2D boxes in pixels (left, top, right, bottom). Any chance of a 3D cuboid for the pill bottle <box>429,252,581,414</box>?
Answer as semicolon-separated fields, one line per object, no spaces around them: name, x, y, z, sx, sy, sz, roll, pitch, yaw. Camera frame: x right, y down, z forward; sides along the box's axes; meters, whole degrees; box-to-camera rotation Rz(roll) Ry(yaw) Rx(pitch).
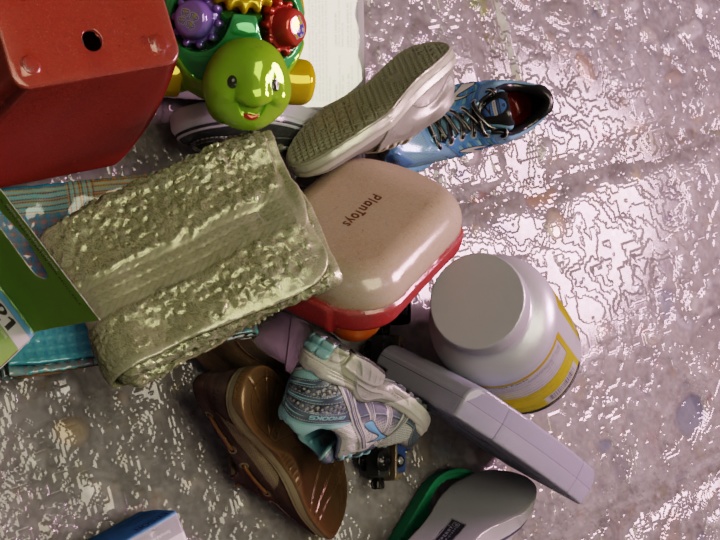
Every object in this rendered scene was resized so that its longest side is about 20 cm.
pill bottle;0.121;0.051;1.474;0.200;0.111;0.113;45;51;-67

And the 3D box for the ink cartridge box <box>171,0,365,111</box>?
ink cartridge box;-0.093;-0.213;1.459;0.198;0.047;0.162;2;82;-20

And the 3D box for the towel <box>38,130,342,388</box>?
towel;-0.126;-0.013;1.280;0.199;0.037;0.149;-26;75;-15

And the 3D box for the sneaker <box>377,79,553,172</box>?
sneaker;0.093;-0.142;1.549;0.199;0.090;0.079;-20;95;-36

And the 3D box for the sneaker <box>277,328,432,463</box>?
sneaker;-0.012;0.114;1.380;0.087;0.077;0.200;-56;149;-4

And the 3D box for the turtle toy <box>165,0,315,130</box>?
turtle toy;-0.098;-0.184;1.344;0.144;0.101;0.202;1;54;-17

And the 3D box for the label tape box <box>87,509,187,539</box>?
label tape box;-0.173;0.302;1.299;0.143;0.066;0.202;-25;97;-37

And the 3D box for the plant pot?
plant pot;-0.241;-0.178;1.236;0.199;0.176;0.202;-15;87;-38

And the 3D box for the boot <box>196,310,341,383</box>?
boot;-0.064;0.083;1.420;0.200;0.075;0.074;45;43;-40

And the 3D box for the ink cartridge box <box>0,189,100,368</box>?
ink cartridge box;-0.287;0.009;1.169;0.076;0.199;0.148;-46;110;-32

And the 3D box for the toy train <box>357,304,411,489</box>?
toy train;0.024;0.090;1.501;0.046;0.034;0.202;14;74;-46

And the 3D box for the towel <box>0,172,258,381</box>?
towel;-0.185;-0.003;1.304;0.198;0.022;0.148;-8;74;-18

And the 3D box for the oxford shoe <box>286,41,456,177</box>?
oxford shoe;0.016;-0.123;1.430;0.200;0.075;0.058;-40;129;-37

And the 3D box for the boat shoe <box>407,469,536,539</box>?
boat shoe;0.089;0.243;1.483;0.200;0.071;0.066;-40;143;-51

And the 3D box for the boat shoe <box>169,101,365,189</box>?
boat shoe;-0.068;-0.098;1.431;0.198;0.072;0.072;4;76;-39

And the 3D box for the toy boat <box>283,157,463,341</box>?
toy boat;0.000;0.000;1.406;0.200;0.130;0.132;-44;151;-46

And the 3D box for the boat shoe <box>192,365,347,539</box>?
boat shoe;-0.074;0.147;1.396;0.200;0.071;0.073;56;44;-43

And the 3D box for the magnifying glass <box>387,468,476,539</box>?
magnifying glass;0.042;0.238;1.501;0.199;0.022;0.080;-27;100;-38

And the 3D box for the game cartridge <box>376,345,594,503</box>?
game cartridge;0.114;0.134;1.474;0.200;0.133;0.041;37;86;-42
